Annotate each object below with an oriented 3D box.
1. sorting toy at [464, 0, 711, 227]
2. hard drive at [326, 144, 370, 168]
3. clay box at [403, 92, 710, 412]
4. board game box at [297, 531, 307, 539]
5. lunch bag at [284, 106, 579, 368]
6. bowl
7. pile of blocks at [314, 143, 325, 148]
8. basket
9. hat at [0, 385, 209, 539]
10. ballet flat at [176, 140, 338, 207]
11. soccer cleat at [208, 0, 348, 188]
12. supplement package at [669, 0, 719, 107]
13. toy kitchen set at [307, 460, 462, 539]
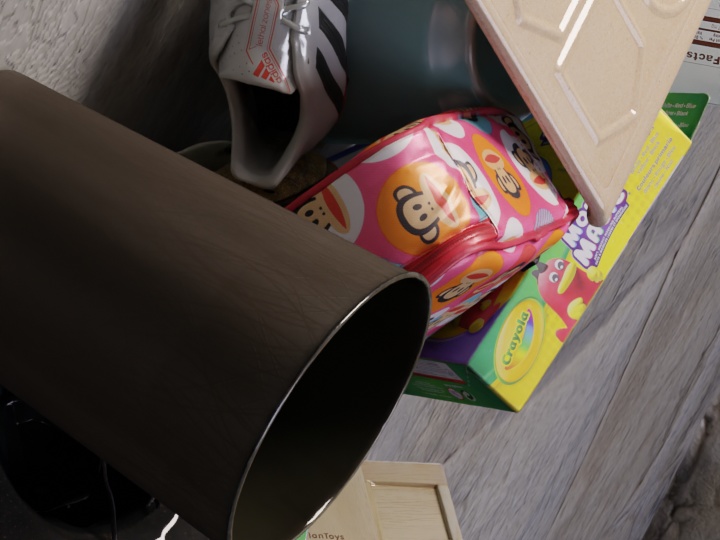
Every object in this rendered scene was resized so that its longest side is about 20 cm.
[{"bbox_3d":[0.110,-0.151,1.424,0.186,0.036,0.200,-62,141,-29],"label":"sorting toy"},{"bbox_3d":[-0.002,-0.034,1.672,0.131,0.026,0.200,-24,169,10],"label":"hard drive"},{"bbox_3d":[0.088,-0.024,1.535,0.115,0.048,0.201,5,-122,57],"label":"clay box"},{"bbox_3d":[-0.034,0.083,1.578,0.135,0.029,0.201,112,-8,-62],"label":"board game box"},{"bbox_3d":[0.000,0.000,1.399,0.176,0.082,0.200,-34,173,20],"label":"lunch bag"},{"bbox_3d":[0.047,-0.145,1.471,0.200,0.105,0.202,-31,132,-42],"label":"bowl"},{"bbox_3d":[0.033,-0.132,1.592,0.200,0.082,0.062,-48,175,-37],"label":"pile of blocks"},{"bbox_3d":[-0.093,0.012,1.239,0.137,0.199,0.180,-62,166,10],"label":"basket"},{"bbox_3d":[-0.148,0.074,1.396,0.200,0.081,0.202,17,68,-48],"label":"hat"},{"bbox_3d":[-0.083,-0.025,1.406,0.200,0.071,0.071,-26,145,-51],"label":"ballet flat"},{"bbox_3d":[-0.037,-0.128,1.354,0.085,0.068,0.201,-62,161,-45],"label":"soccer cleat"},{"bbox_3d":[0.193,-0.195,1.673,0.191,0.146,0.202,-35,135,-82],"label":"supplement package"},{"bbox_3d":[-0.067,0.163,1.739,0.164,0.199,0.181,-105,-155,-45],"label":"toy kitchen set"}]
